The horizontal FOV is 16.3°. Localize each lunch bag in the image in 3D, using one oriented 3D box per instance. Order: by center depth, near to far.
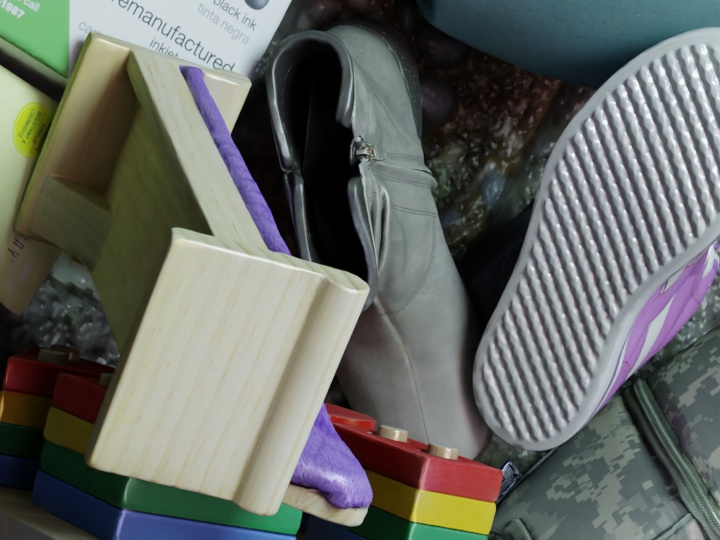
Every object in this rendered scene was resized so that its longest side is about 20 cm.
[{"bbox_3d":[0.160,0.142,1.099,0.168,0.139,0.200,-38,117,6],"label":"lunch bag"}]

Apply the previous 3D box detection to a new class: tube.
[{"bbox_3d":[-0.168,-0.068,0.885,0.058,0.052,0.200,-31,129,24],"label":"tube"}]

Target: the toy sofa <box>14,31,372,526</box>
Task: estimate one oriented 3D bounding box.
[{"bbox_3d":[-0.047,-0.002,0.838,0.097,0.200,0.083,16,109,-20],"label":"toy sofa"}]

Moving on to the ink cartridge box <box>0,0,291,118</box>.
[{"bbox_3d":[-0.082,-0.164,0.944,0.146,0.083,0.200,31,81,-30],"label":"ink cartridge box"}]

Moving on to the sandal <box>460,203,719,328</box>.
[{"bbox_3d":[0.117,-0.020,1.110,0.200,0.043,0.076,-32,121,-27],"label":"sandal"}]

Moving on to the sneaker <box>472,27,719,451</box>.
[{"bbox_3d":[0.119,-0.027,1.001,0.114,0.073,0.201,-31,158,-50],"label":"sneaker"}]

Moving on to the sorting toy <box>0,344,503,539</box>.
[{"bbox_3d":[-0.054,0.077,0.928,0.200,0.199,0.070,12,91,-31],"label":"sorting toy"}]

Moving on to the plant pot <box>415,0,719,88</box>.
[{"bbox_3d":[0.082,-0.157,0.995,0.134,0.200,0.201,-13,104,-5],"label":"plant pot"}]

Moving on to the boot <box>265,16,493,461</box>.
[{"bbox_3d":[0.000,0.000,0.985,0.068,0.131,0.201,-11,100,12],"label":"boot"}]
